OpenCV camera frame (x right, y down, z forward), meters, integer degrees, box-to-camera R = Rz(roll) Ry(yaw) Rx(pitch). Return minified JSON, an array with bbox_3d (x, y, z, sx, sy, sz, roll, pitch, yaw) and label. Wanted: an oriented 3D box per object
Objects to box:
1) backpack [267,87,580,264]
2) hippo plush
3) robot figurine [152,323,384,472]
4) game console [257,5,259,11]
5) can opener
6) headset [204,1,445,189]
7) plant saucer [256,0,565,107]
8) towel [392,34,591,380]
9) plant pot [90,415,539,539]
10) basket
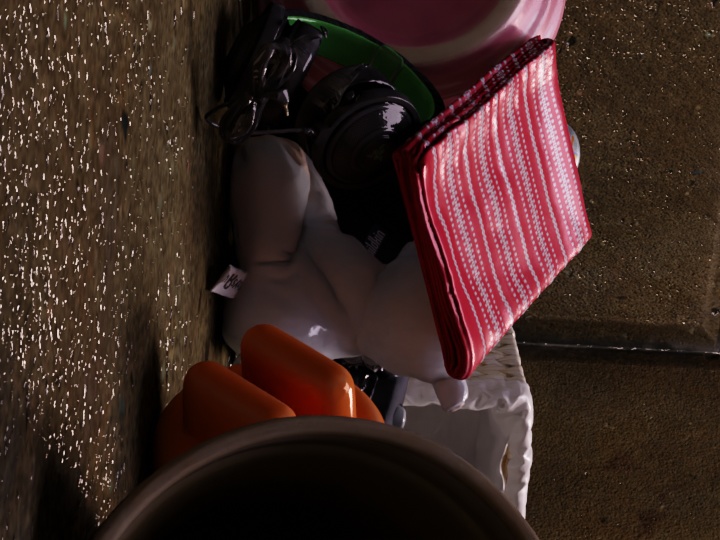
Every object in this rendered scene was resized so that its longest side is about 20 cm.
[{"bbox_3d":[0.037,-0.071,1.413,0.153,0.200,0.176,-23,147,-49],"label":"backpack"},{"bbox_3d":[0.000,0.000,1.259,0.200,0.160,0.160,-61,154,-84],"label":"hippo plush"},{"bbox_3d":[-0.041,0.125,1.014,0.144,0.116,0.201,-83,175,-54],"label":"robot figurine"},{"bbox_3d":[0.034,-0.199,1.403,0.031,0.199,0.177,112,-11,-46],"label":"game console"},{"bbox_3d":[-0.005,0.117,1.379,0.079,0.063,0.201,79,19,-45],"label":"can opener"},{"bbox_3d":[-0.021,-0.108,1.166,0.200,0.123,0.094,-31,154,-58],"label":"headset"},{"bbox_3d":[0.032,-0.191,1.303,0.051,0.199,0.202,91,3,-75],"label":"plant saucer"},{"bbox_3d":[0.084,-0.041,1.226,0.200,0.022,0.145,-43,125,-51],"label":"towel"},{"bbox_3d":[-0.033,0.160,0.814,0.173,0.199,0.201,158,-64,-75],"label":"plant pot"},{"bbox_3d":[0.035,0.136,1.691,0.161,0.199,0.199,-89,180,-57],"label":"basket"}]
